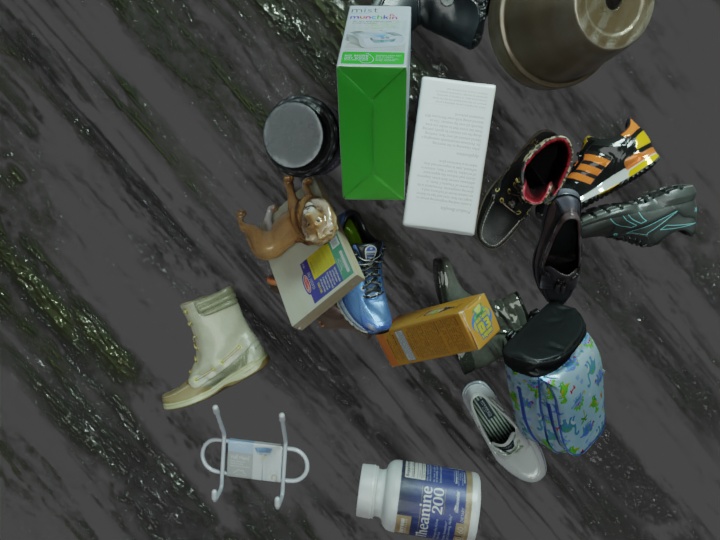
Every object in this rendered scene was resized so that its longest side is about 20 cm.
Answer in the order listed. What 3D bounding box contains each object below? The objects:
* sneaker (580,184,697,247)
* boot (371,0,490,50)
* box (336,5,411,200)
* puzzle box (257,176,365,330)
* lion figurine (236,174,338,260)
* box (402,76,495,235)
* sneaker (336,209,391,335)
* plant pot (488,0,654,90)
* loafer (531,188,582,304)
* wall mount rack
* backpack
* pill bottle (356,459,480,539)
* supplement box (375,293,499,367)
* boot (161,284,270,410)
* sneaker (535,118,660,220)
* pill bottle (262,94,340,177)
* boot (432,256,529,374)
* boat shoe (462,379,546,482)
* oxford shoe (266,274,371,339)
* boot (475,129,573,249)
[{"bbox_3d":[0.412,-0.069,1.025,0.194,0.075,0.081,-14,100,8],"label":"sneaker"},{"bbox_3d":[0.098,-0.365,1.006,0.165,0.076,0.204,26,95,5],"label":"boot"},{"bbox_3d":[0.020,-0.233,0.948,0.094,0.179,0.204,2,132,5],"label":"box"},{"bbox_3d":[-0.081,-0.028,1.041,0.132,0.025,0.203,-37,55,18],"label":"puzzle box"},{"bbox_3d":[-0.113,-0.064,1.028,0.198,0.071,0.126,-34,63,38],"label":"lion figurine"},{"bbox_3d":[0.127,-0.167,0.998,0.103,0.152,0.206,8,101,4],"label":"box"},{"bbox_3d":[0.000,0.000,1.036,0.077,0.089,0.204,-13,73,-31],"label":"sneaker"},{"bbox_3d":[0.295,-0.351,0.914,0.194,0.173,0.206,-3,102,-13],"label":"plant pot"},{"bbox_3d":[0.296,-0.020,1.010,0.070,0.064,0.204,-3,128,6],"label":"loafer"},{"bbox_3d":[-0.185,0.307,1.150,0.194,0.075,0.179,5,100,4],"label":"wall mount rack"},{"bbox_3d":[0.297,0.180,1.034,0.152,0.162,0.205,27,133,36],"label":"backpack"},{"bbox_3d":[0.094,0.374,1.113,0.194,0.111,0.114,7,100,5],"label":"pill bottle"},{"bbox_3d":[0.113,0.093,1.031,0.198,0.066,0.070,-24,96,51],"label":"supplement box"},{"bbox_3d":[-0.267,0.129,1.131,0.196,0.072,0.158,-26,97,4],"label":"boot"},{"bbox_3d":[0.343,-0.151,1.029,0.197,0.070,0.092,-28,80,10],"label":"sneaker"},{"bbox_3d":[-0.079,-0.194,0.990,0.108,0.200,0.115,1,100,6],"label":"pill bottle"},{"bbox_3d":[0.195,0.057,1.081,0.127,0.068,0.205,-19,103,2],"label":"boot"},{"bbox_3d":[0.232,0.273,1.104,0.073,0.067,0.201,-41,93,11],"label":"boat shoe"},{"bbox_3d":[-0.063,0.058,1.099,0.195,0.071,0.075,18,105,2],"label":"oxford shoe"},{"bbox_3d":[0.238,-0.115,0.995,0.072,0.151,0.202,35,101,-1],"label":"boot"}]
